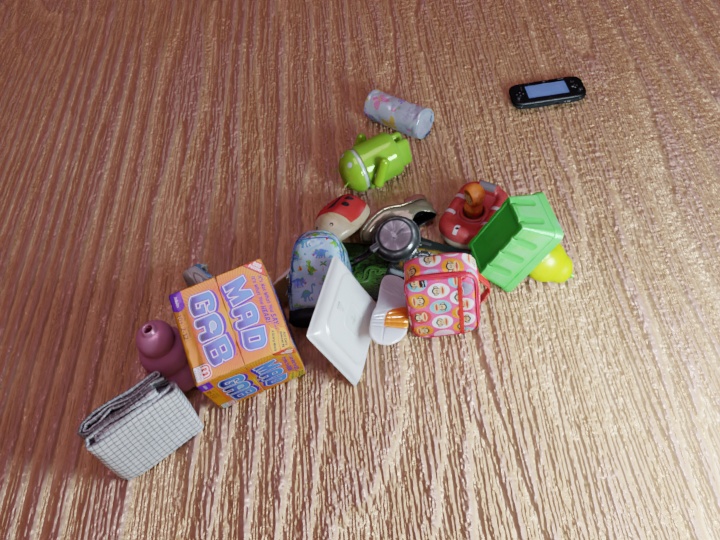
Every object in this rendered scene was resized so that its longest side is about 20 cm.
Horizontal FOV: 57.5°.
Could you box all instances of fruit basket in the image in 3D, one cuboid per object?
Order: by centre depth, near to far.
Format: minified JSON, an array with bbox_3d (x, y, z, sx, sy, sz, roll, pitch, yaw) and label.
[{"bbox_3d":[0.368,-0.050,1.426,0.213,0.217,0.157,-14,53,0],"label":"fruit basket"}]

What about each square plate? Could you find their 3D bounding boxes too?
[{"bbox_3d":[-0.025,0.104,1.364,0.028,0.199,0.202,-7,50,32],"label":"square plate"}]

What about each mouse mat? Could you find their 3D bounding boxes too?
[{"bbox_3d":[0.000,0.000,1.554,0.197,0.008,0.162,3,55,15],"label":"mouse mat"}]

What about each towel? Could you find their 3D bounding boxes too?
[{"bbox_3d":[-0.437,0.307,1.317,0.199,0.167,0.085,-36,49,-16],"label":"towel"}]

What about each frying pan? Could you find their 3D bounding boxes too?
[{"bbox_3d":[0.046,-0.072,1.530,0.187,0.031,0.116,-7,68,11],"label":"frying pan"}]

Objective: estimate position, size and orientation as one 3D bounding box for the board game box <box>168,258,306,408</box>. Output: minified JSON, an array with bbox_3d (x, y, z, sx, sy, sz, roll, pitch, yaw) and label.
[{"bbox_3d":[-0.248,0.136,1.355,0.198,0.200,0.202,-22,67,-6],"label":"board game box"}]

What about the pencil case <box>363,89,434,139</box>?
[{"bbox_3d":[0.105,-0.433,1.803,0.199,0.083,0.091,27,69,28],"label":"pencil case"}]

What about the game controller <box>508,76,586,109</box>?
[{"bbox_3d":[0.507,-0.486,1.788,0.197,0.042,0.105,-7,53,5],"label":"game controller"}]

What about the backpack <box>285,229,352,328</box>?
[{"bbox_3d":[-0.087,0.013,1.444,0.161,0.154,0.203,-1,69,10],"label":"backpack"}]

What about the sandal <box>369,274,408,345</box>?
[{"bbox_3d":[0.064,0.096,1.414,0.078,0.060,0.208,14,41,1],"label":"sandal"}]

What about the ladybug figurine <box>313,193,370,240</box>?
[{"bbox_3d":[-0.049,-0.128,1.576,0.134,0.073,0.200,-17,20,27],"label":"ladybug figurine"}]

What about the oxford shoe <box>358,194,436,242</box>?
[{"bbox_3d":[0.090,-0.116,1.575,0.199,0.071,0.075,-30,46,-11],"label":"oxford shoe"}]

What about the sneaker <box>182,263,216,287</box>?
[{"bbox_3d":[-0.348,0.054,1.546,0.072,0.072,0.200,-29,57,-22],"label":"sneaker"}]

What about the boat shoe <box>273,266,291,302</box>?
[{"bbox_3d":[-0.132,0.005,1.543,0.199,0.071,0.069,-33,28,-15],"label":"boat shoe"}]

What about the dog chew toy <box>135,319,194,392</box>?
[{"bbox_3d":[-0.409,0.176,1.383,0.123,0.201,0.126,-6,53,8],"label":"dog chew toy"}]

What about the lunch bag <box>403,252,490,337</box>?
[{"bbox_3d":[0.181,0.052,1.359,0.174,0.201,0.083,-7,48,7],"label":"lunch bag"}]

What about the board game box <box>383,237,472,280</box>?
[{"bbox_3d":[0.168,-0.003,1.504,0.198,0.028,0.136,19,60,20],"label":"board game box"}]

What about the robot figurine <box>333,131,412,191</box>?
[{"bbox_3d":[0.031,-0.277,1.681,0.198,0.116,0.176,-27,44,-8],"label":"robot figurine"}]

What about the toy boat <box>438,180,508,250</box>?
[{"bbox_3d":[0.263,-0.148,1.531,0.129,0.131,0.201,22,60,25],"label":"toy boat"}]
